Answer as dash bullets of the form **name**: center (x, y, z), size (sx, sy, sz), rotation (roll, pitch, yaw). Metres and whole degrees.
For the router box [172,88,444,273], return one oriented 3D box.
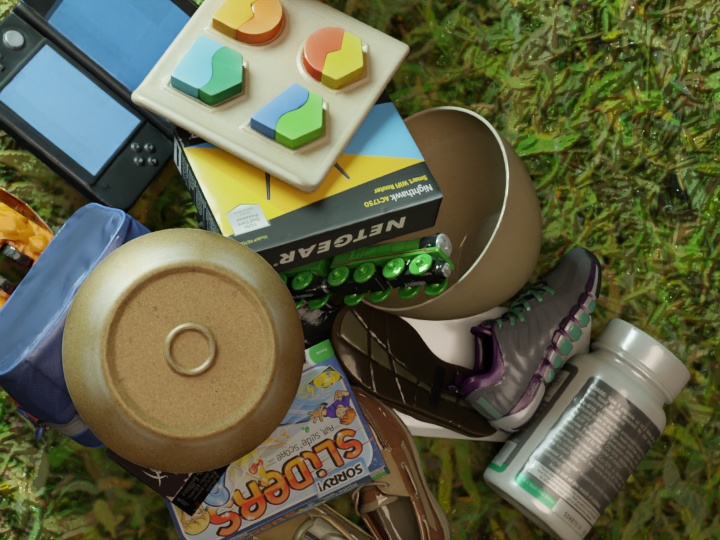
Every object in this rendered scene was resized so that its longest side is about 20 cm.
- **router box**: center (-0.048, -0.083, 1.390), size (0.200, 0.051, 0.149), rotation (-17, 61, -18)

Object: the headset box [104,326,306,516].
- **headset box**: center (-0.124, 0.108, 1.375), size (0.077, 0.149, 0.200), rotation (34, 80, 8)

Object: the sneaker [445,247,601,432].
- **sneaker**: center (0.157, 0.050, 1.491), size (0.087, 0.074, 0.200), rotation (35, 70, -20)

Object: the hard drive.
- **hard drive**: center (0.124, 0.101, 1.547), size (0.199, 0.027, 0.132), rotation (5, 89, -12)

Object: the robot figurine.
- **robot figurine**: center (-0.371, -0.032, 1.428), size (0.200, 0.058, 0.145), rotation (34, 83, -10)

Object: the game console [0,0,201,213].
- **game console**: center (-0.234, -0.183, 1.421), size (0.200, 0.118, 0.171), rotation (39, 49, -8)

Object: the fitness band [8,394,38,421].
- **fitness band**: center (-0.241, 0.053, 1.443), size (0.144, 0.037, 0.200), rotation (44, 77, -27)

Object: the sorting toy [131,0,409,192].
- **sorting toy**: center (-0.076, -0.180, 1.393), size (0.185, 0.037, 0.200), rotation (28, 58, 9)

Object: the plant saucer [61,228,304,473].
- **plant saucer**: center (-0.139, 0.064, 1.273), size (0.200, 0.035, 0.201), rotation (1, 86, -14)

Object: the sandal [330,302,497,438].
- **sandal**: center (0.048, 0.101, 1.492), size (0.200, 0.055, 0.082), rotation (28, 65, -26)

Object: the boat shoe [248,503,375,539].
- **boat shoe**: center (-0.062, 0.239, 1.480), size (0.200, 0.076, 0.072), rotation (24, 88, -8)

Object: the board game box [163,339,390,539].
- **board game box**: center (-0.090, 0.167, 1.453), size (0.200, 0.034, 0.136), rotation (-26, 70, 0)

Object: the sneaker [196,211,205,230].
- **sneaker**: center (-0.100, -0.127, 1.478), size (0.114, 0.076, 0.199), rotation (46, 78, -6)

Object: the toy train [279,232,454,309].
- **toy train**: center (0.000, 0.000, 1.416), size (0.042, 0.200, 0.056), rotation (51, 45, -36)

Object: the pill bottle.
- **pill bottle**: center (0.218, 0.152, 1.495), size (0.113, 0.113, 0.200), rotation (39, 84, -9)

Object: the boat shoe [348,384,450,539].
- **boat shoe**: center (0.022, 0.200, 1.490), size (0.076, 0.072, 0.200), rotation (-30, 96, 22)

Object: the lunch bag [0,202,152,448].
- **lunch bag**: center (-0.227, 0.058, 1.353), size (0.132, 0.136, 0.200), rotation (41, 80, -27)

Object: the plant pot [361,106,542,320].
- **plant pot**: center (0.094, -0.035, 1.475), size (0.134, 0.200, 0.201), rotation (28, 83, -44)

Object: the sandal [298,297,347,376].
- **sandal**: center (-0.066, 0.045, 1.496), size (0.200, 0.048, 0.076), rotation (18, 86, -11)
